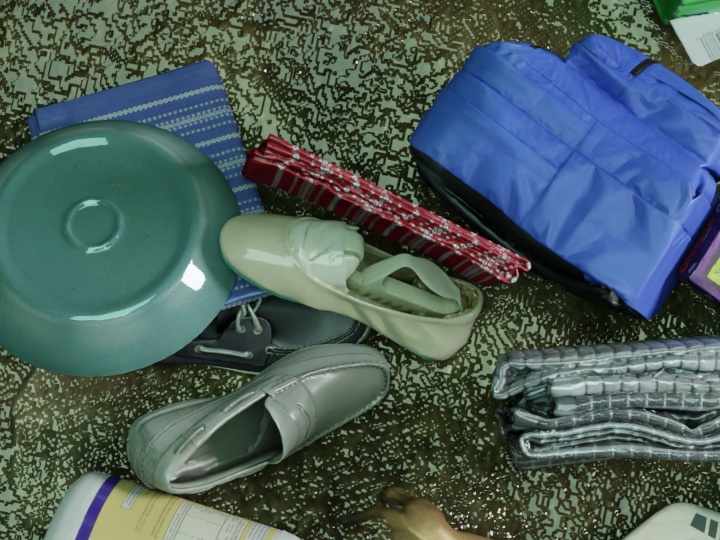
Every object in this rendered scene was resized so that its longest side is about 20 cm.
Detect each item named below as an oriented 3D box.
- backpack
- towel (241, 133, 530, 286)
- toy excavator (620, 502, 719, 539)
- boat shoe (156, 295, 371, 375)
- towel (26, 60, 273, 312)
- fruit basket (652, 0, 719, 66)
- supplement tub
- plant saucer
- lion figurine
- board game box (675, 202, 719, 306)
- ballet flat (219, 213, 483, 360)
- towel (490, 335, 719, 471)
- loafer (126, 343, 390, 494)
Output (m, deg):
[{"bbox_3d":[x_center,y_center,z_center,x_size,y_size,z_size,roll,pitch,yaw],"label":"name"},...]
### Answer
[{"bbox_3d":[0.146,-0.078,1.519,0.200,0.163,0.168,32,88,15],"label":"backpack"},{"bbox_3d":[0.012,-0.036,1.500,0.200,0.145,0.023,26,85,-5],"label":"towel"},{"bbox_3d":[0.276,0.182,1.525,0.200,0.100,0.195,25,86,19],"label":"toy excavator"},{"bbox_3d":[-0.091,0.037,1.562,0.200,0.063,0.073,-1,84,2],"label":"boat shoe"},{"bbox_3d":[-0.146,-0.050,1.565,0.145,0.024,0.200,-17,65,-5],"label":"towel"},{"bbox_3d":[0.285,-0.260,1.579,0.200,0.094,0.185,-23,83,-16],"label":"fruit basket"},{"bbox_3d":[-0.118,0.231,1.501,0.200,0.145,0.146,17,85,5],"label":"supplement tub"},{"bbox_3d":[-0.182,-0.025,1.523,0.200,0.036,0.200,-1,65,2],"label":"plant saucer"},{"bbox_3d":[0.079,0.198,1.507,0.200,0.122,0.073,15,85,5],"label":"lion figurine"},{"bbox_3d":[0.326,0.007,1.527,0.200,0.032,0.120,35,90,-18],"label":"board game box"},{"bbox_3d":[0.000,0.000,1.525,0.200,0.069,0.070,23,84,-26],"label":"ballet flat"},{"bbox_3d":[0.189,0.092,1.494,0.200,0.166,0.086,-5,89,2],"label":"towel"},{"bbox_3d":[-0.062,0.107,1.524,0.200,0.070,0.070,-22,123,-21],"label":"loafer"}]
